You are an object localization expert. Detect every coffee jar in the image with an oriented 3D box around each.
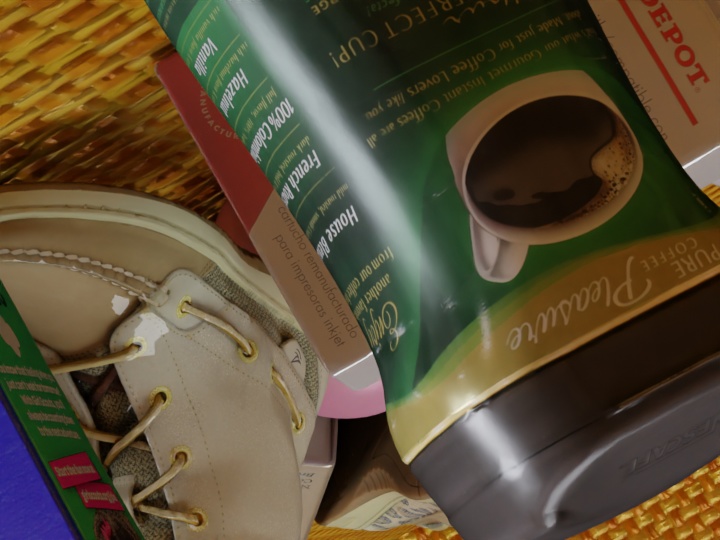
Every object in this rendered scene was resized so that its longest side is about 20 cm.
[{"bbox_3d":[0.028,-0.029,0.757,0.104,0.200,0.085,-25,170,-22],"label":"coffee jar"}]

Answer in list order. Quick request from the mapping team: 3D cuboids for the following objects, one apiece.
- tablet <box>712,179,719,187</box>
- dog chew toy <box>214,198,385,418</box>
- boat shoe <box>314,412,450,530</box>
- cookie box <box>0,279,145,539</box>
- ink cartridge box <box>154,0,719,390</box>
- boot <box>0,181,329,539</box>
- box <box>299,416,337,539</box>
[{"bbox_3d":[0.164,-0.096,1.173,0.130,0.014,0.200,-65,162,5],"label":"tablet"},{"bbox_3d":[0.000,0.000,1.103,0.200,0.125,0.124,-27,174,32],"label":"dog chew toy"},{"bbox_3d":[0.041,0.069,1.198,0.062,0.074,0.200,13,165,-20],"label":"boat shoe"},{"bbox_3d":[-0.155,0.079,0.773,0.171,0.200,0.075,-29,172,3],"label":"cookie box"},{"bbox_3d":[0.051,-0.062,0.917,0.200,0.117,0.067,-31,171,2],"label":"ink cartridge box"},{"bbox_3d":[-0.076,0.062,0.954,0.072,0.155,0.200,-7,161,32],"label":"boot"},{"bbox_3d":[-0.068,0.086,1.271,0.095,0.078,0.200,3,153,-6],"label":"box"}]
